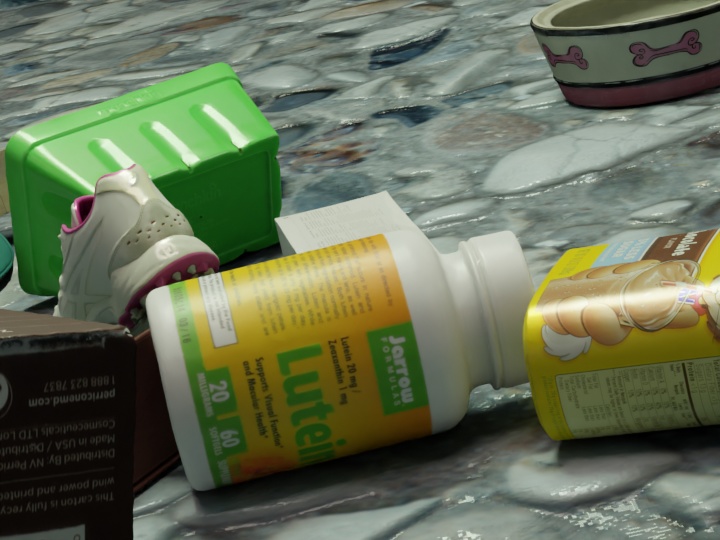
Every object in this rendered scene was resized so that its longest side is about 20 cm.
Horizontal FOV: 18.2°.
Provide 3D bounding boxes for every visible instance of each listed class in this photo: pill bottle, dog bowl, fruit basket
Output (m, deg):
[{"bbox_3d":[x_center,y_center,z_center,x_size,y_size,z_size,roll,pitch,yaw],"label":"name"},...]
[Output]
[{"bbox_3d":[-0.006,0.041,1.199,0.199,0.111,0.111,-14,16,-4],"label":"pill bottle"},{"bbox_3d":[0.248,-0.196,1.904,0.199,0.074,0.200,-11,15,3],"label":"dog bowl"},{"bbox_3d":[-0.179,-0.064,1.673,0.215,0.156,0.216,-1,30,1],"label":"fruit basket"}]

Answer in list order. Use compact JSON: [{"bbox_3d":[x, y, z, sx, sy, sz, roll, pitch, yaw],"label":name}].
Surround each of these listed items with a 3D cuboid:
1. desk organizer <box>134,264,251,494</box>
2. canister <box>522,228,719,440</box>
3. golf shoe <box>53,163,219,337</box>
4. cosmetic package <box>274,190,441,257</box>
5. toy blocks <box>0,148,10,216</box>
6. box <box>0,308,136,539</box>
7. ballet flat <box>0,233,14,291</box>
[{"bbox_3d":[-0.130,0.066,1.271,0.072,0.077,0.200,-2,18,31],"label":"desk organizer"},{"bbox_3d":[0.196,0.026,1.150,0.199,0.087,0.149,-8,16,21],"label":"canister"},{"bbox_3d":[-0.154,0.005,1.379,0.075,0.092,0.200,-22,-12,-37],"label":"golf shoe"},{"bbox_3d":[0.000,0.000,1.451,0.082,0.051,0.200,-12,15,-6],"label":"cosmetic package"},{"bbox_3d":[-0.374,-0.040,1.833,0.136,0.100,0.200,-14,12,41],"label":"toy blocks"},{"bbox_3d":[-0.221,0.102,0.991,0.166,0.165,0.200,-4,7,-42],"label":"box"},{"bbox_3d":[-0.317,0.036,1.564,0.073,0.073,0.200,-2,25,33],"label":"ballet flat"}]
